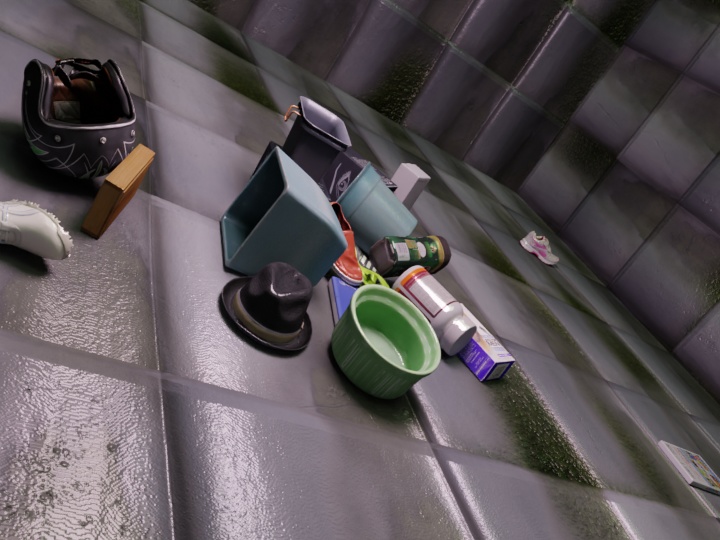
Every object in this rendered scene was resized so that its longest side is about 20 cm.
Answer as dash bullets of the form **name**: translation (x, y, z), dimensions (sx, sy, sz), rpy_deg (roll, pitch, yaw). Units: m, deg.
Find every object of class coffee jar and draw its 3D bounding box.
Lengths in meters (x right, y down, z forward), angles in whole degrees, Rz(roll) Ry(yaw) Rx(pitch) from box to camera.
- **coffee jar**: translation (0.123, -0.035, 1.598), dimensions (0.197, 0.104, 0.087), rpy_deg (-2, 67, -39)

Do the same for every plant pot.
- **plant pot**: translation (-0.138, -0.081, 1.314), dimensions (0.198, 0.197, 0.197), rpy_deg (33, 19, -29)
- **plant pot**: translation (0.029, -0.136, 1.696), dimensions (0.196, 0.200, 0.201), rpy_deg (41, 20, -7)

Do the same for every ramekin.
- **ramekin**: translation (0.041, 0.134, 1.208), dimensions (0.197, 0.098, 0.202), rpy_deg (28, 33, -20)

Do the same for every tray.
- **tray**: translation (-0.409, -0.139, 1.130), dimensions (0.037, 0.099, 0.201), rpy_deg (30, 22, -14)

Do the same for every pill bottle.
- **pill bottle**: translation (0.167, 0.092, 1.515), dimensions (0.200, 0.110, 0.109), rpy_deg (46, 24, 25)

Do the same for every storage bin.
- **storage bin**: translation (-0.121, -0.292, 1.512), dimensions (0.144, 0.135, 0.201), rpy_deg (26, 22, -22)

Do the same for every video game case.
- **video game case**: translation (0.934, 0.555, 1.850), dimensions (0.197, 0.018, 0.144), rpy_deg (24, 24, -29)

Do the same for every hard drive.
- **hard drive**: translation (0.001, 0.098, 1.364), dimensions (0.130, 0.026, 0.201), rpy_deg (27, 23, -22)

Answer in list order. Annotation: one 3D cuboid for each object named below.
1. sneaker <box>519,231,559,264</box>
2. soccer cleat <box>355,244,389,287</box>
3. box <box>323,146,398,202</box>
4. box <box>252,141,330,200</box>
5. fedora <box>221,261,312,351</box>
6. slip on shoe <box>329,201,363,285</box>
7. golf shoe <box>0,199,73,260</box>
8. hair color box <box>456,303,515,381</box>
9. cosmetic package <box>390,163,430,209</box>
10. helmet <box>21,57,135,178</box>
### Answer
- **sneaker**: translation (0.810, -0.101, 2.941), dimensions (0.198, 0.089, 0.082), rpy_deg (32, 21, -10)
- **soccer cleat**: translation (0.000, 0.000, 1.534), dimensions (0.200, 0.067, 0.081), rpy_deg (49, 6, 33)
- **box**: translation (-0.020, -0.237, 1.866), dimensions (0.200, 0.149, 0.104), rpy_deg (42, 22, 16)
- **box**: translation (-0.171, -0.203, 1.602), dimensions (0.146, 0.105, 0.201), rpy_deg (25, 23, -25)
- **fedora**: translation (-0.144, 0.046, 1.153), dimensions (0.198, 0.092, 0.201), rpy_deg (30, 21, -13)
- **slip on shoe**: translation (-0.042, -0.061, 1.459), dimensions (0.073, 0.061, 0.203), rpy_deg (-3, 64, -45)
- **golf shoe**: translation (-0.494, -0.058, 0.896), dimensions (0.197, 0.079, 0.098), rpy_deg (28, 38, -3)
- **hair color box**: translation (0.263, 0.166, 1.574), dimensions (0.108, 0.065, 0.200), rpy_deg (6, 35, -51)
- **cosmetic package**: translation (0.110, -0.209, 1.935), dimensions (0.071, 0.202, 0.101), rpy_deg (41, 22, 18)
- **helmet**: translation (-0.479, -0.253, 1.132), dimensions (0.199, 0.197, 0.195), rpy_deg (-14, 89, -63)
